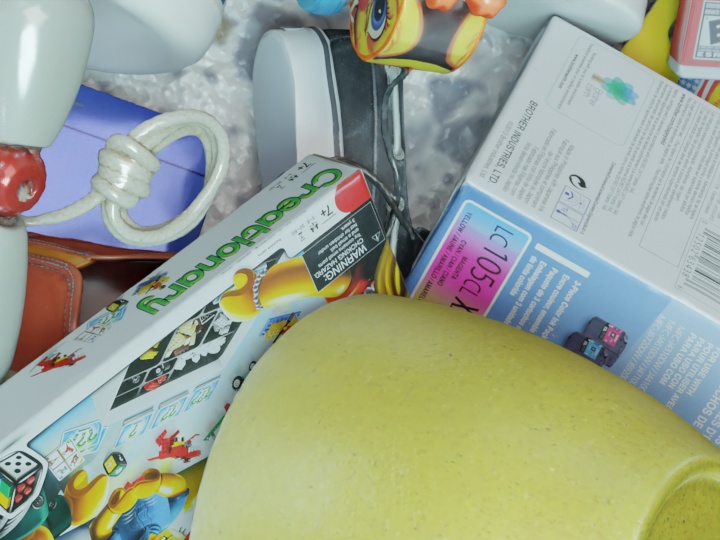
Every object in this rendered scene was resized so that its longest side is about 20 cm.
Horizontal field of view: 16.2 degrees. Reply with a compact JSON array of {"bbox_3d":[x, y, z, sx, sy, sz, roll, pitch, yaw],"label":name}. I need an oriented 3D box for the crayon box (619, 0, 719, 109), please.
[{"bbox_3d":[0.204,-0.061,1.093,0.200,0.051,0.127,39,74,-7],"label":"crayon box"}]

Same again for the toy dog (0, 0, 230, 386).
[{"bbox_3d":[-0.150,-0.008,0.892,0.132,0.096,0.200,39,80,-46],"label":"toy dog"}]

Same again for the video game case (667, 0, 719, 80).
[{"bbox_3d":[0.209,-0.170,1.022,0.143,0.017,0.200,2,113,-15],"label":"video game case"}]

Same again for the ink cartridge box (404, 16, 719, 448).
[{"bbox_3d":[0.130,0.004,0.997,0.200,0.076,0.136,28,39,2],"label":"ink cartridge box"}]

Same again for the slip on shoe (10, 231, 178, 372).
[{"bbox_3d":[-0.121,0.018,0.960,0.200,0.061,0.074,2,83,-10],"label":"slip on shoe"}]

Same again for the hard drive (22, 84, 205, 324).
[{"bbox_3d":[-0.144,0.020,1.001,0.132,0.025,0.200,20,77,-12],"label":"hard drive"}]

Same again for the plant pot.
[{"bbox_3d":[0.058,0.109,0.873,0.200,0.142,0.200,-1,91,-52],"label":"plant pot"}]

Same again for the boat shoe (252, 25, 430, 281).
[{"bbox_3d":[0.000,0.000,1.023,0.068,0.072,0.200,-2,79,-20],"label":"boat shoe"}]

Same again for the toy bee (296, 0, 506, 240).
[{"bbox_3d":[0.028,-0.116,0.953,0.131,0.109,0.200,-16,89,-24],"label":"toy bee"}]

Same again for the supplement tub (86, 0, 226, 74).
[{"bbox_3d":[-0.100,-0.192,0.983,0.144,0.145,0.200,19,77,-11],"label":"supplement tub"}]

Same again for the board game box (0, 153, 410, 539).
[{"bbox_3d":[-0.060,0.065,0.907,0.200,0.035,0.126,-38,125,-25],"label":"board game box"}]

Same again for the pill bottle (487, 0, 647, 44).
[{"bbox_3d":[0.096,-0.200,1.055,0.109,0.109,0.200,14,78,-13],"label":"pill bottle"}]
